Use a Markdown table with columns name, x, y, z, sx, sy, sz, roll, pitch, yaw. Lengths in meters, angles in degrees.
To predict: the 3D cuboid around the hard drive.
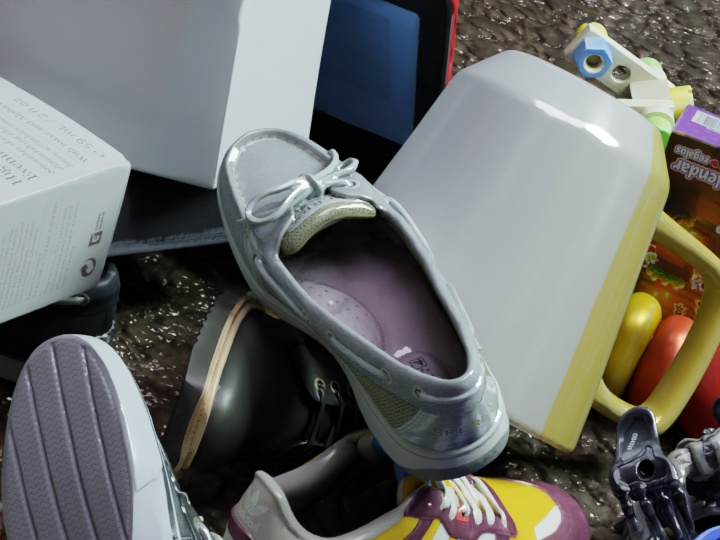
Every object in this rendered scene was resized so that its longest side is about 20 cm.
| name | x | y | z | sx | sy | sz | roll | pitch | yaw |
| --- | --- | --- | --- | --- | --- | --- | --- | --- | --- |
| hard drive | -0.157 | -0.055 | 1.442 | 0.200 | 0.042 | 0.135 | 21 | 18 | 36 |

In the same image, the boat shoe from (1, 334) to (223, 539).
| name | x | y | z | sx | sy | sz | roll | pitch | yaw |
| --- | --- | --- | --- | --- | --- | --- | --- | --- | --- |
| boat shoe | -0.087 | 0.124 | 1.155 | 0.071 | 0.072 | 0.201 | 1 | 73 | -56 |

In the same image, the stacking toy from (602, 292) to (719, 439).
| name | x | y | z | sx | sy | sz | roll | pitch | yaw |
| --- | --- | --- | --- | --- | --- | --- | --- | --- | --- |
| stacking toy | 0.118 | 0.032 | 1.458 | 0.200 | 0.086 | 0.085 | 28 | 32 | 7 |

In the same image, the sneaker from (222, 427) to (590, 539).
| name | x | y | z | sx | sy | sz | roll | pitch | yaw |
| --- | --- | --- | --- | --- | --- | --- | --- | --- | --- |
| sneaker | 0.029 | 0.110 | 1.264 | 0.200 | 0.090 | 0.075 | -12 | 40 | -38 |

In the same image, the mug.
| name | x | y | z | sx | sy | sz | roll | pitch | yaw |
| --- | --- | --- | --- | --- | --- | --- | --- | --- | --- |
| mug | 0.077 | -0.012 | 1.370 | 0.149 | 0.154 | 0.186 | 27 | -1 | 33 |

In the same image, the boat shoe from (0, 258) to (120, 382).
| name | x | y | z | sx | sy | sz | roll | pitch | yaw |
| --- | --- | --- | --- | --- | --- | --- | --- | --- | --- |
| boat shoe | -0.210 | -0.002 | 1.368 | 0.199 | 0.060 | 0.076 | 13 | 30 | -6 |

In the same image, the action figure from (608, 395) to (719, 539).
| name | x | y | z | sx | sy | sz | roll | pitch | yaw |
| --- | --- | --- | --- | --- | --- | --- | --- | --- | --- |
| action figure | 0.166 | 0.114 | 1.308 | 0.118 | 0.102 | 0.200 | -13 | -16 | 12 |

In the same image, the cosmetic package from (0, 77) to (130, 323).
| name | x | y | z | sx | sy | sz | roll | pitch | yaw |
| --- | --- | --- | --- | --- | --- | --- | --- | --- | --- |
| cosmetic package | -0.205 | -0.020 | 1.261 | 0.102 | 0.074 | 0.200 | 30 | 29 | 25 |

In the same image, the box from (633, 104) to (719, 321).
| name | x | y | z | sx | sy | sz | roll | pitch | yaw |
| --- | --- | --- | --- | --- | --- | --- | --- | --- | --- |
| box | 0.233 | 0.016 | 1.466 | 0.199 | 0.137 | 0.039 | 22 | 30 | 11 |

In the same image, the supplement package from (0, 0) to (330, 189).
| name | x | y | z | sx | sy | sz | roll | pitch | yaw |
| --- | --- | --- | --- | --- | --- | --- | --- | --- | --- |
| supplement package | -0.123 | -0.163 | 1.406 | 0.199 | 0.192 | 0.147 | 15 | 15 | 14 |

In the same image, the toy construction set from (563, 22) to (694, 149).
| name | x | y | z | sx | sy | sz | roll | pitch | yaw |
| --- | --- | --- | --- | --- | --- | --- | --- | --- | --- |
| toy construction set | 0.192 | -0.048 | 1.556 | 0.199 | 0.131 | 0.092 | 18 | 31 | 4 |

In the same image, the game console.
| name | x | y | z | sx | sy | sz | roll | pitch | yaw |
| --- | --- | --- | --- | --- | --- | --- | --- | --- | --- |
| game console | -0.033 | -0.131 | 1.540 | 0.176 | 0.200 | 0.031 | 19 | 58 | 9 |

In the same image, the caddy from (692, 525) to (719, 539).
| name | x | y | z | sx | sy | sz | roll | pitch | yaw |
| --- | --- | --- | --- | --- | --- | --- | --- | --- | --- |
| caddy | 0.140 | 0.197 | 1.165 | 0.141 | 0.105 | 0.200 | 41 | 32 | -1 |

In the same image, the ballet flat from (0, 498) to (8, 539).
| name | x | y | z | sx | sy | sz | roll | pitch | yaw |
| --- | --- | --- | --- | --- | --- | --- | --- | --- | --- |
| ballet flat | -0.143 | 0.128 | 1.178 | 0.200 | 0.076 | 0.064 | -20 | 53 | -41 |

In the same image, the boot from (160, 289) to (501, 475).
| name | x | y | z | sx | sy | sz | roll | pitch | yaw |
| --- | --- | --- | --- | --- | --- | --- | --- | --- | --- |
| boot | -0.008 | 0.066 | 1.302 | 0.138 | 0.078 | 0.200 | 24 | 15 | 6 |

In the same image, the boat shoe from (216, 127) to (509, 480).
| name | x | y | z | sx | sy | sz | roll | pitch | yaw |
| --- | --- | --- | --- | --- | --- | --- | --- | --- | --- |
| boat shoe | -0.001 | 0.001 | 1.248 | 0.074 | 0.065 | 0.202 | -23 | 52 | -13 |
